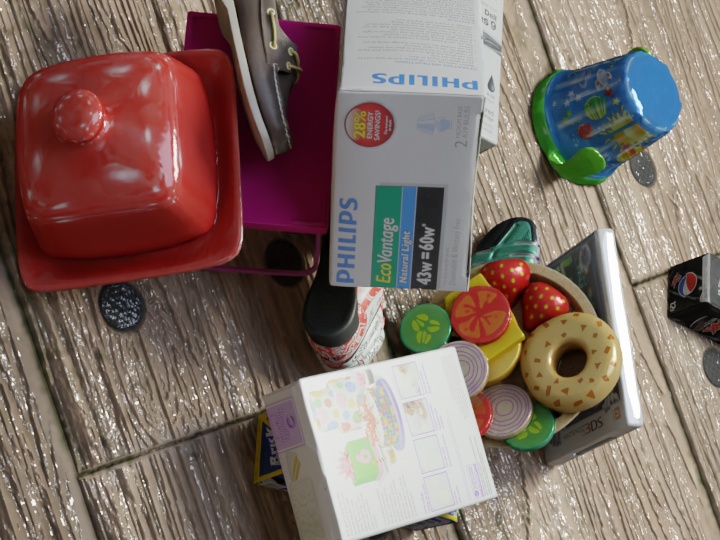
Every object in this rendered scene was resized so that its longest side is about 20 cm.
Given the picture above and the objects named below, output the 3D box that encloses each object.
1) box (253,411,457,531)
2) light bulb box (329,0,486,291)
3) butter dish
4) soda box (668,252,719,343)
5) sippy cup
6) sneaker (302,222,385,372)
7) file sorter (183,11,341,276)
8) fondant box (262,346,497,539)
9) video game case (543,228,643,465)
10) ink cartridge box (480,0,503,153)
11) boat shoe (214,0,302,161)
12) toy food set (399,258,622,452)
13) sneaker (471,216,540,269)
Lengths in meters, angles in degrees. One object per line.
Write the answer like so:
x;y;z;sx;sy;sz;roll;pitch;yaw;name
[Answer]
-0.001;0.182;1.636;0.199;0.064;0.071;22;60;-36;box
0.039;-0.118;1.536;0.124;0.199;0.201;3;35;0;light bulb box
-0.208;-0.102;1.449;0.148;0.198;0.201;56;28;-68;butter dish
0.453;0.052;2.106;0.199;0.063;0.071;25;58;-33;soda box
0.284;-0.180;1.996;0.139;0.130;0.179;14;65;-38;sippy cup
-0.001;0.000;1.679;0.108;0.067;0.203;74;30;-59;sneaker
-0.096;-0.109;1.600;0.138;0.126;0.202;5;67;-3;file sorter
0.020;0.157;1.580;0.199;0.058;0.145;-9;80;-45;fondant box
0.221;0.081;1.802;0.023;0.182;0.202;0;72;-21;video game case
0.070;-0.230;1.852;0.145;0.084;0.202;24;58;-34;ink cartridge box
-0.083;-0.188;1.530;0.059;0.072;0.201;-13;63;-7;boat shoe
0.141;0.082;1.734;0.201;0.197;0.049;55;-1;26;toy food set
0.153;0.043;1.847;0.088;0.074;0.201;56;41;-46;sneaker
